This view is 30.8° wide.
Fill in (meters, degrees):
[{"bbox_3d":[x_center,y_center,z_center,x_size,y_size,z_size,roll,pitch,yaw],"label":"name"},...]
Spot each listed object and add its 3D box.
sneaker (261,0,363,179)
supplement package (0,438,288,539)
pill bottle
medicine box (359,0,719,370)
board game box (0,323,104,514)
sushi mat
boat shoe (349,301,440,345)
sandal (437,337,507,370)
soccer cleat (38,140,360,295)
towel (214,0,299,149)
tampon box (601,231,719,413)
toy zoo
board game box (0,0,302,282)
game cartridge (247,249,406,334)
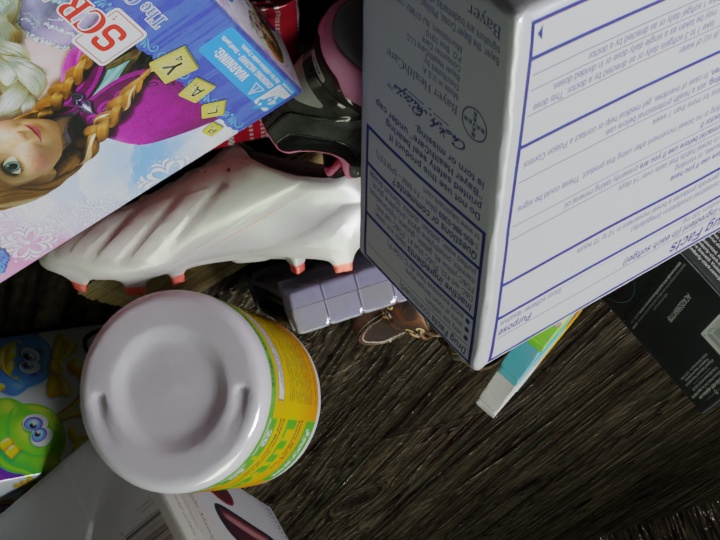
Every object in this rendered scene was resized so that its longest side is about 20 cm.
[{"bbox_3d":[0.024,-0.082,0.704,0.095,0.080,0.199,-37,151,30],"label":"sneaker"},{"bbox_3d":[-0.120,0.238,0.857,0.147,0.192,0.200,-38,143,3],"label":"supplement package"},{"bbox_3d":[-0.086,0.078,0.806,0.110,0.112,0.200,-23,169,7],"label":"pill bottle"},{"bbox_3d":[0.099,-0.086,0.599,0.181,0.103,0.202,-26,141,-25],"label":"medicine box"},{"bbox_3d":[-0.217,0.109,0.910,0.198,0.104,0.105,-7,154,-32],"label":"board game box"},{"bbox_3d":[-0.082,-0.025,0.839,0.199,0.012,0.095,-29,159,22],"label":"sushi mat"},{"bbox_3d":[0.052,0.016,0.988,0.070,0.071,0.200,-8,157,-33],"label":"boat shoe"},{"bbox_3d":[0.105,0.048,1.040,0.080,0.054,0.200,-46,-178,6],"label":"sandal"},{"bbox_3d":[-0.089,-0.035,0.751,0.197,0.079,0.069,-5,-161,1],"label":"soccer cleat"},{"bbox_3d":[-0.123,-0.080,0.653,0.197,0.023,0.145,-17,160,-10],"label":"towel"},{"bbox_3d":[0.309,-0.017,0.992,0.199,0.127,0.150,-35,164,-18],"label":"tampon box"},{"bbox_3d":[0.150,0.038,1.006,0.131,0.020,0.201,-46,169,-29],"label":"toy zoo"},{"bbox_3d":[-0.154,-0.082,0.543,0.198,0.042,0.200,-30,150,13],"label":"board game box"},{"bbox_3d":[0.000,0.000,0.845,0.128,0.039,0.200,-22,-173,-10],"label":"game cartridge"}]
